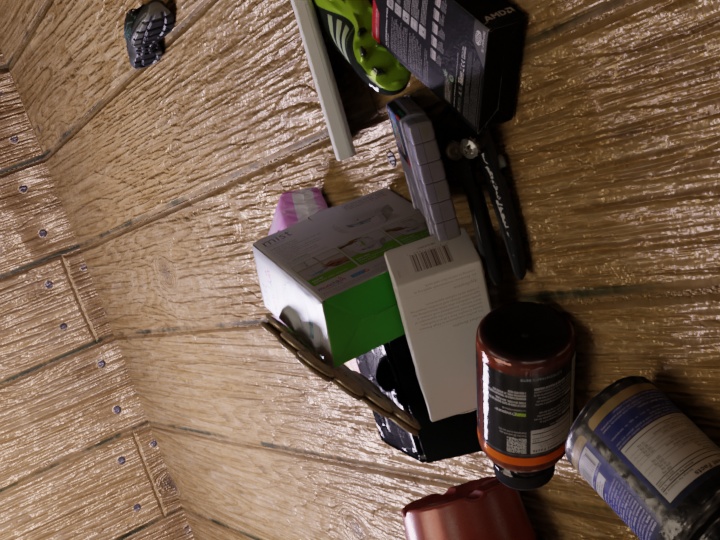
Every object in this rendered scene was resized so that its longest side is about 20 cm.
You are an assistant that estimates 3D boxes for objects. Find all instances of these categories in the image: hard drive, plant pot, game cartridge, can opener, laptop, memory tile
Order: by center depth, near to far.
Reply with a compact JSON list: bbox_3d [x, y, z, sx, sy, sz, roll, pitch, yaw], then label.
[{"bbox_3d":[0.133,-0.081,1.286,0.063,0.079,0.202,-16,101,27],"label":"can opener"},{"bbox_3d":[0.064,-0.116,1.325,0.200,0.038,0.131,-109,-2,-75],"label":"game cartridge"},{"bbox_3d":[-0.023,0.123,1.452,0.199,0.017,0.153,35,-179,-34],"label":"memory tile"},{"bbox_3d":[-0.047,-0.243,1.489,0.132,0.026,0.203,-102,-5,-75],"label":"hard drive"},{"bbox_3d":[0.146,0.366,1.502,0.200,0.198,0.198,-26,79,67],"label":"plant pot"},{"bbox_3d":[0.082,0.136,1.534,0.200,0.102,0.180,11,121,67],"label":"laptop"}]

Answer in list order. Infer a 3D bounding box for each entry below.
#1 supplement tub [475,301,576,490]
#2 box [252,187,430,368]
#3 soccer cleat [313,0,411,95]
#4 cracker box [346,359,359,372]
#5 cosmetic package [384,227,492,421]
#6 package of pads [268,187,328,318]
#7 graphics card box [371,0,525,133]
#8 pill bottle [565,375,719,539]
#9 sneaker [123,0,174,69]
[{"bbox_3d":[0.176,0.141,1.315,0.107,0.106,0.202,42,146,44],"label":"supplement tub"},{"bbox_3d":[0.000,0.000,1.450,0.176,0.198,0.098,34,141,50],"label":"box"},{"bbox_3d":[0.003,-0.261,1.389,0.081,0.067,0.201,85,159,-55],"label":"soccer cleat"},{"bbox_3d":[0.022,0.081,1.654,0.199,0.057,0.136,-4,109,66],"label":"cracker box"},{"bbox_3d":[0.099,0.063,1.371,0.074,0.100,0.202,-107,2,-54],"label":"cosmetic package"},{"bbox_3d":[-0.087,-0.016,1.758,0.201,0.075,0.122,114,145,-59],"label":"package of pads"},{"bbox_3d":[0.083,-0.246,1.235,0.200,0.050,0.127,49,151,38],"label":"graphics card box"},{"bbox_3d":[0.288,0.200,1.121,0.200,0.111,0.113,48,151,37],"label":"pill bottle"},{"bbox_3d":[-0.361,-0.403,2.020,0.080,0.075,0.200,66,156,7],"label":"sneaker"}]
